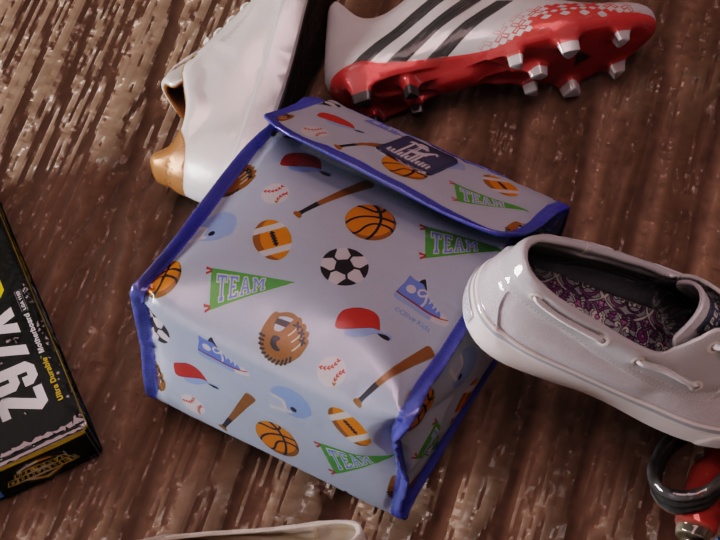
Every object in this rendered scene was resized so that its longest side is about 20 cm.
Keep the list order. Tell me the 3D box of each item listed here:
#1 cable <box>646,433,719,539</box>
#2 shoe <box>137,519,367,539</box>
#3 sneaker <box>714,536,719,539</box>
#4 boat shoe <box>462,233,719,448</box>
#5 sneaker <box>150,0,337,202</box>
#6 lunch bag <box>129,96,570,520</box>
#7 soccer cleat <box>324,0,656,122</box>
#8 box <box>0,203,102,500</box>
[{"bbox_3d":[0.207,0.076,0.845,0.097,0.050,0.200,12,54,8],"label":"cable"},{"bbox_3d":[-0.090,0.155,0.805,0.200,0.053,0.070,-2,34,-1],"label":"shoe"},{"bbox_3d":[0.201,0.228,0.753,0.078,0.070,0.200,-39,71,11],"label":"sneaker"},{"bbox_3d":[0.151,0.029,0.774,0.200,0.069,0.072,23,58,-12],"label":"boat shoe"},{"bbox_3d":[-0.071,-0.132,0.949,0.085,0.073,0.200,13,64,14],"label":"sneaker"},{"bbox_3d":[0.000,0.000,0.853,0.170,0.124,0.200,26,55,16],"label":"lunch bag"},{"bbox_3d":[0.074,-0.144,0.947,0.200,0.069,0.085,-12,67,4],"label":"soccer cleat"},{"bbox_3d":[-0.255,0.047,0.890,0.160,0.049,0.200,-23,63,-9],"label":"box"}]
